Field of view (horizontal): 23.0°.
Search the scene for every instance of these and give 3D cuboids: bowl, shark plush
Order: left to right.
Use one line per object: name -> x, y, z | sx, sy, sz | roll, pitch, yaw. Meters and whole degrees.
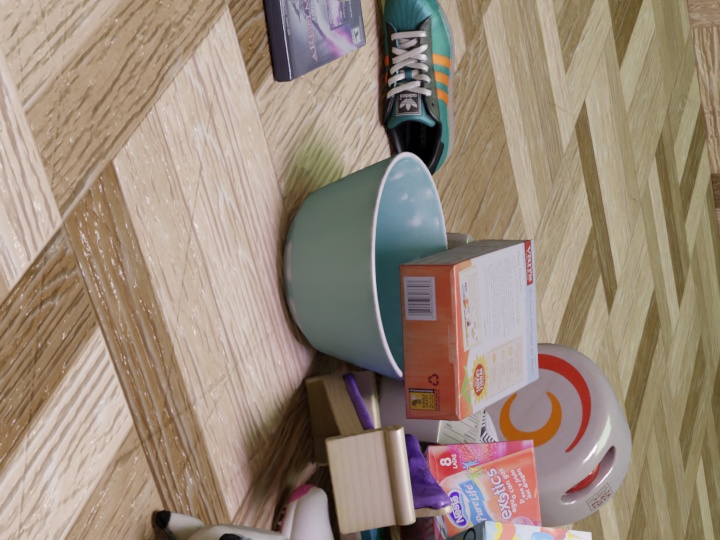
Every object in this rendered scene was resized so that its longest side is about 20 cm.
shark plush -> -0.087, 0.233, 1.318 | 0.199, 0.090, 0.084 | 18, 84, -55
bowl -> 0.000, 0.000, 1.565 | 0.200, 0.104, 0.203 | -3, 90, -69

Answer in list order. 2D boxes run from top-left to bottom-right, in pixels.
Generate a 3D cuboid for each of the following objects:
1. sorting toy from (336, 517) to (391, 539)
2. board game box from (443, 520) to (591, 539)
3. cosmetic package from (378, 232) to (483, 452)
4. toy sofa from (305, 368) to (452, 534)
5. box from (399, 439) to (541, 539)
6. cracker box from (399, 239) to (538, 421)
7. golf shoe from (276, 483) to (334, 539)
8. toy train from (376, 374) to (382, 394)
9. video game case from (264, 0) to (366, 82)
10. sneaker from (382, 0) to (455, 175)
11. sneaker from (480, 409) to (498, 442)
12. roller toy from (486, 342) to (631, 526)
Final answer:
sorting toy -> 0.015, 0.261, 1.616 | 0.200, 0.036, 0.187 | -69, 152, -73
board game box -> 0.106, 0.287, 1.499 | 0.200, 0.102, 0.106 | 139, -45, -60
cosmetic package -> 0.076, 0.074, 1.682 | 0.103, 0.072, 0.202 | 35, 62, -59
toy sofa -> 0.012, 0.146, 1.492 | 0.200, 0.096, 0.084 | -120, -159, -77
box -> 0.097, 0.223, 1.640 | 0.200, 0.101, 0.096 | 110, -23, -73
cracker box -> 0.100, 0.049, 1.583 | 0.200, 0.057, 0.136 | -15, 104, -63
golf shoe -> -0.024, 0.281, 1.492 | 0.075, 0.091, 0.202 | 28, 59, -66
toy train -> 0.035, 0.020, 1.727 | 0.151, 0.055, 0.201 | -71, 151, -45
video game case -> -0.043, -0.259, 1.601 | 0.200, 0.019, 0.145 | -41, 126, -65
sneaker -> 0.058, -0.188, 1.786 | 0.080, 0.071, 0.202 | -59, 143, -62
sneaker -> 0.087, 0.202, 1.807 | 0.201, 0.114, 0.075 | 62, -33, 31
roller toy -> 0.210, 0.191, 1.998 | 0.140, 0.180, 0.202 | 56, 37, -56
